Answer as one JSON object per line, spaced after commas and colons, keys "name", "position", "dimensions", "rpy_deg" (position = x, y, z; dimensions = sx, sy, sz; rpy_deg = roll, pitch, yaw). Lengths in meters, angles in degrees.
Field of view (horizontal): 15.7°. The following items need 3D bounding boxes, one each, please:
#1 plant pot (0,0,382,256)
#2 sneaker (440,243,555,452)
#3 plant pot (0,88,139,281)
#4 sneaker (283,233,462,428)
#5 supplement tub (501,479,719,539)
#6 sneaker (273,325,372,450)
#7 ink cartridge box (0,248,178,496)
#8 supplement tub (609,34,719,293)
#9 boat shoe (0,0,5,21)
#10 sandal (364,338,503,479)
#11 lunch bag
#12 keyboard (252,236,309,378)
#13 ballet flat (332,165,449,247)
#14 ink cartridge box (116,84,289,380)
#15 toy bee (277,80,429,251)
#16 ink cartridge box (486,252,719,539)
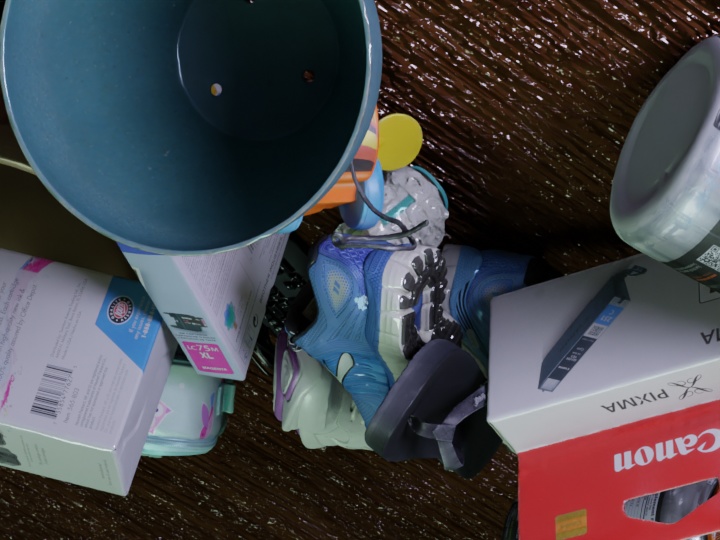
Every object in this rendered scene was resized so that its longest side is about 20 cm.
{"name": "plant pot", "position": [-0.072, -0.114, 1.380], "dimensions": [0.198, 0.202, 0.135], "rpy_deg": [10, -172, 15]}
{"name": "sneaker", "position": [0.119, 0.057, 1.653], "dimensions": [0.089, 0.079, 0.200], "rpy_deg": [-5, 144, 30]}
{"name": "plant pot", "position": [-0.200, -0.054, 1.624], "dimensions": [0.199, 0.093, 0.201], "rpy_deg": [14, 152, 8]}
{"name": "sneaker", "position": [0.006, 0.035, 1.564], "dimensions": [0.089, 0.079, 0.201], "rpy_deg": [21, 151, 18]}
{"name": "supplement tub", "position": [0.203, 0.192, 1.791], "dimensions": [0.199, 0.123, 0.122], "rpy_deg": [-13, 139, 44]}
{"name": "sneaker", "position": [-0.003, 0.074, 1.690], "dimensions": [0.099, 0.076, 0.200], "rpy_deg": [3, 171, 8]}
{"name": "ink cartridge box", "position": [-0.223, 0.052, 1.606], "dimensions": [0.198, 0.116, 0.068], "rpy_deg": [13, 151, 9]}
{"name": "supplement tub", "position": [0.242, -0.029, 1.381], "dimensions": [0.199, 0.123, 0.122], "rpy_deg": [27, 150, -15]}
{"name": "boat shoe", "position": [-0.177, -0.179, 1.416], "dimensions": [0.084, 0.069, 0.200], "rpy_deg": [19, 151, -2]}
{"name": "sandal", "position": [0.059, 0.088, 1.554], "dimensions": [0.043, 0.076, 0.200], "rpy_deg": [33, -176, 22]}
{"name": "lunch bag", "position": [-0.160, 0.075, 1.749], "dimensions": [0.159, 0.078, 0.200], "rpy_deg": [11, -174, 1]}
{"name": "keyboard", "position": [-0.045, 0.045, 1.763], "dimensions": [0.103, 0.040, 0.200], "rpy_deg": [-4, 143, 34]}
{"name": "ballet flat", "position": [0.000, 0.000, 1.629], "dimensions": [0.071, 0.072, 0.200], "rpy_deg": [19, 150, -2]}
{"name": "ink cartridge box", "position": [-0.098, -0.036, 1.566], "dimensions": [0.042, 0.120, 0.200], "rpy_deg": [5, 149, 19]}
{"name": "toy bee", "position": [-0.013, -0.075, 1.493], "dimensions": [0.130, 0.110, 0.199], "rpy_deg": [-5, -172, -43]}
{"name": "ink cartridge box", "position": [0.169, 0.070, 1.494], "dimensions": [0.199, 0.177, 0.045], "rpy_deg": [-18, 138, 24]}
